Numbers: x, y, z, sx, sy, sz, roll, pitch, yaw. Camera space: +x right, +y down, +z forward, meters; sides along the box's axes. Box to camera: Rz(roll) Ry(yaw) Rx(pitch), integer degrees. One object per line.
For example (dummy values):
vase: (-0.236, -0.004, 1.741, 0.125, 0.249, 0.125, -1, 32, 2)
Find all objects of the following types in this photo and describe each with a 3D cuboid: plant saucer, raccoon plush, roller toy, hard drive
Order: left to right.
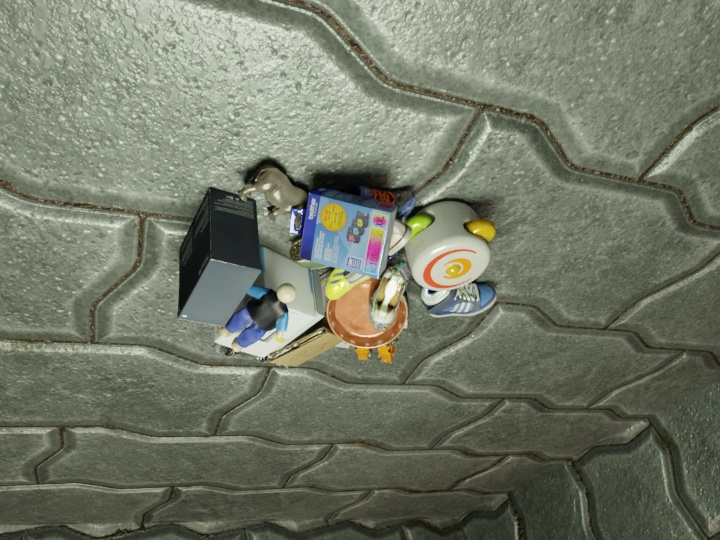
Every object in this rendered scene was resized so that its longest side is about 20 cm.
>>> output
raccoon plush: (-0.277, 0.208, 1.535, 0.197, 0.098, 0.134, 6, 161, 29)
hard drive: (-0.167, 0.102, 1.364, 0.199, 0.133, 0.027, -37, 136, 29)
plant saucer: (0.016, 0.097, 1.375, 0.197, 0.032, 0.203, 0, 116, 0)
roller toy: (0.196, -0.048, 1.266, 0.197, 0.141, 0.184, -10, 143, -4)

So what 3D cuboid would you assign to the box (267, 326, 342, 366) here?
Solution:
box: (-0.132, 0.199, 1.443, 0.162, 0.021, 0.200, -29, 165, 5)

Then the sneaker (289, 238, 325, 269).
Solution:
sneaker: (-0.055, -0.057, 1.257, 0.197, 0.068, 0.090, -21, 155, 7)

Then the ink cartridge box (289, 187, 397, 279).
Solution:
ink cartridge box: (-0.039, -0.078, 1.104, 0.197, 0.076, 0.139, 15, 108, 12)

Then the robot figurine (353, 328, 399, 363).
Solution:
robot figurine: (0.035, 0.183, 1.505, 0.142, 0.059, 0.201, 5, 145, 9)

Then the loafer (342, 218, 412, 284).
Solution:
loafer: (0.022, -0.046, 1.186, 0.063, 0.072, 0.199, 35, 128, -22)

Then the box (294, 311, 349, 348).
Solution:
box: (-0.086, 0.143, 1.517, 0.197, 0.042, 0.156, 12, 137, -30)

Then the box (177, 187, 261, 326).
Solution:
box: (-0.287, -0.022, 1.131, 0.103, 0.184, 0.200, 14, 137, -29)

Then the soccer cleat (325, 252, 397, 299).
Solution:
soccer cleat: (0.000, -0.001, 1.277, 0.200, 0.084, 0.065, -43, 138, 5)

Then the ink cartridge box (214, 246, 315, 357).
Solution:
ink cartridge box: (-0.226, 0.078, 1.305, 0.145, 0.148, 0.199, 25, 130, -38)

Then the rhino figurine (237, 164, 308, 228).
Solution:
rhino figurine: (-0.151, -0.138, 1.122, 0.087, 0.060, 0.200, -37, 140, 13)

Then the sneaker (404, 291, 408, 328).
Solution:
sneaker: (0.080, 0.094, 1.472, 0.089, 0.079, 0.201, -4, 141, 1)

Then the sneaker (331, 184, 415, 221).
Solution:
sneaker: (0.019, -0.138, 1.161, 0.197, 0.076, 0.079, -10, 140, -6)

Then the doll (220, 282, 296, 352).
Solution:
doll: (-0.208, 0.087, 1.160, 0.199, 0.048, 0.137, -35, 93, 27)

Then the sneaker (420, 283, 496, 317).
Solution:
sneaker: (0.254, 0.056, 1.464, 0.197, 0.082, 0.147, -12, 147, 9)

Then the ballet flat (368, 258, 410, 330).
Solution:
ballet flat: (0.059, 0.068, 1.297, 0.071, 0.072, 0.203, 5, 122, -21)

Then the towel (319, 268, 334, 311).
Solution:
towel: (-0.021, 0.044, 1.385, 0.198, 0.023, 0.144, -31, 121, 19)
